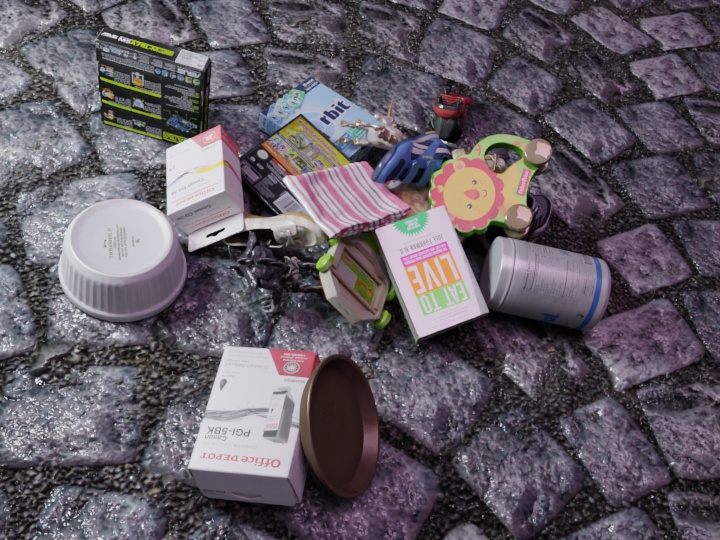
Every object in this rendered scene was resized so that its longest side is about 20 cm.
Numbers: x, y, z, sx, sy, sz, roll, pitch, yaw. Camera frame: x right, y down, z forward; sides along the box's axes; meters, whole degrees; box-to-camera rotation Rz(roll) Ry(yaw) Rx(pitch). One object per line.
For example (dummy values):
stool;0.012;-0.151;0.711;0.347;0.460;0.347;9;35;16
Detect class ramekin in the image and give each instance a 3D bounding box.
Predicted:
ramekin;-0.378;-0.025;1.225;0.201;0.095;0.203;8;51;-10

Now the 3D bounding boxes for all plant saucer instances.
plant saucer;-0.030;0.220;1.091;0.029;0.200;0.201;-12;44;27

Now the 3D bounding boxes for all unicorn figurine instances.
unicorn figurine;0.032;-0.263;1.466;0.136;0.074;0.200;0;30;-25

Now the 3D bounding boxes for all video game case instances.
video game case;-0.113;-0.177;1.426;0.180;0.026;0.200;-39;71;-19

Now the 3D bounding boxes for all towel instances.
towel;-0.021;-0.128;1.319;0.199;0.030;0.146;-18;57;-43

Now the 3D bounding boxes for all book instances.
book;0.119;0.004;1.302;0.133;0.048;0.201;-20;76;-8

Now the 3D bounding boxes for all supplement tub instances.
supplement tub;0.322;0.023;1.347;0.198;0.132;0.133;12;51;-4

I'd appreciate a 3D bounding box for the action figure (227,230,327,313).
action figure;-0.140;0.009;1.255;0.199;0.102;0.120;11;57;-33

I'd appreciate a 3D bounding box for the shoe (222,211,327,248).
shoe;-0.147;-0.060;1.304;0.199;0.070;0.054;6;47;27

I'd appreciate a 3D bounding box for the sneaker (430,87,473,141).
sneaker;0.192;-0.329;1.629;0.070;0.099;0.201;13;26;12

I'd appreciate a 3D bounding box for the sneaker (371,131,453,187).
sneaker;0.100;-0.192;1.389;0.199;0.074;0.082;-29;76;-42

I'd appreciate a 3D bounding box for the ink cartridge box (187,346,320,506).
ink cartridge box;-0.141;0.214;1.084;0.146;0.083;0.201;2;50;10

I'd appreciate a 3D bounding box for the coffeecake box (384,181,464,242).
coffeecake box;0.115;-0.117;1.440;0.199;0.073;0.154;29;52;9

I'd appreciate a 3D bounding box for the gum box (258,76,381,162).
gum box;-0.075;-0.289;1.542;0.199;0.045;0.170;34;52;12

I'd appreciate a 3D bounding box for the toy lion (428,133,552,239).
toy lion;0.222;-0.152;1.364;0.190;0.069;0.201;18;79;10

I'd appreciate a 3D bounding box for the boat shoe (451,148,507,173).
boat shoe;0.248;-0.191;1.470;0.199;0.069;0.074;23;46;-48

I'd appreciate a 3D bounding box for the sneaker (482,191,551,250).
sneaker;0.317;-0.113;1.462;0.075;0.114;0.200;41;54;18

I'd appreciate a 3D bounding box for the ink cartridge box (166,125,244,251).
ink cartridge box;-0.270;-0.142;1.330;0.116;0.068;0.201;-22;54;13

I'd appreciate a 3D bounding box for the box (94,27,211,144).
box;-0.375;-0.325;1.396;0.198;0.194;0.048;15;53;-1

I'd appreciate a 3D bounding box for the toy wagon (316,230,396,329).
toy wagon;0.000;0.000;1.296;0.155;0.039;0.201;46;37;-22
